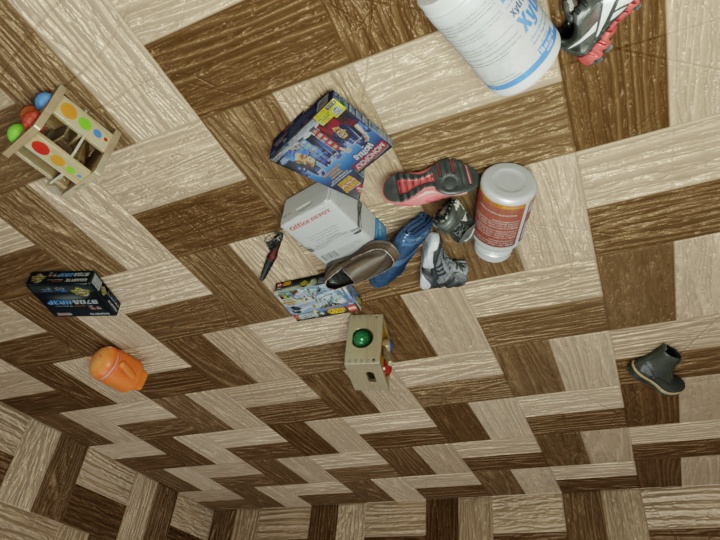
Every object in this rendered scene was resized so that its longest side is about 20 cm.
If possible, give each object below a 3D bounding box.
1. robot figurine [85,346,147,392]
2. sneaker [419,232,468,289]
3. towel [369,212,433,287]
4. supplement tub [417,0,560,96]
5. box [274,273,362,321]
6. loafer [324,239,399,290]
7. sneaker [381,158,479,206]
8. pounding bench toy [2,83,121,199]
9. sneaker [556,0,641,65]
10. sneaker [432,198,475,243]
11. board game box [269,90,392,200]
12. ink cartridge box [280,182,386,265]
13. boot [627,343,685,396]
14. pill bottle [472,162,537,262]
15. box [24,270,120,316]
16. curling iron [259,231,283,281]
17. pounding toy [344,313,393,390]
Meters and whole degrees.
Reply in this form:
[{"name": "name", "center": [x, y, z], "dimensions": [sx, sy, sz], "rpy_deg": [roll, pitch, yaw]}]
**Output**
[{"name": "robot figurine", "center": [-0.797, 0.323, 1.887], "dimensions": [0.117, 0.144, 0.200], "rpy_deg": [-46, 128, 1]}, {"name": "sneaker", "center": [0.200, -0.021, 1.351], "dimensions": [0.112, 0.076, 0.201], "rpy_deg": [3, 148, 2]}, {"name": "towel", "center": [0.092, -0.040, 1.308], "dimensions": [0.049, 0.111, 0.201], "rpy_deg": [43, 140, 9]}, {"name": "supplement tub", "center": [0.193, -0.371, 0.853], "dimensions": [0.131, 0.133, 0.199], "rpy_deg": [-28, 132, 36]}, {"name": "box", "center": [-0.111, 0.070, 1.532], "dimensions": [0.197, 0.040, 0.137], "rpy_deg": [-11, 138, 20]}, {"name": "loafer", "center": [0.000, 0.000, 1.253], "dimensions": [0.198, 0.071, 0.073], "rpy_deg": [-26, 118, 34]}, {"name": "sneaker", "center": [0.143, -0.175, 1.180], "dimensions": [0.197, 0.075, 0.087], "rpy_deg": [-8, 172, 6]}, {"name": "pounding bench toy", "center": [-0.610, -0.240, 1.133], "dimensions": [0.198, 0.126, 0.156], "rpy_deg": [-21, 135, 31]}, {"name": "sneaker", "center": [0.354, -0.400, 0.843], "dimensions": [0.096, 0.072, 0.201], "rpy_deg": [11, 143, -11]}, {"name": "sneaker", "center": [0.195, -0.095, 1.155], "dimensions": [0.066, 0.200, 0.091], "rpy_deg": [-44, 91, 14]}, {"name": "board game box", "center": [-0.039, -0.233, 1.119], "dimensions": [0.199, 0.062, 0.199], "rpy_deg": [32, 135, -31]}, {"name": "ink cartridge box", "center": [-0.057, -0.097, 1.274], "dimensions": [0.145, 0.087, 0.200], "rpy_deg": [-22, 133, 31]}, {"name": "boot", "center": [0.893, 0.286, 1.653], "dimensions": [0.198, 0.078, 0.139], "rpy_deg": [19, 136, -18]}, {"name": "pill bottle", "center": [0.289, -0.112, 1.187], "dimensions": [0.110, 0.113, 0.201], "rpy_deg": [3, 142, 3]}, {"name": "box", "center": [-0.803, 0.067, 1.616], "dimensions": [0.197, 0.047, 0.160], "rpy_deg": [-1, 142, 8]}, {"name": "curling iron", "center": [-0.227, -0.033, 1.423], "dimensions": [0.049, 0.026, 0.201], "rpy_deg": [-20, 158, -30]}, {"name": "pounding toy", "center": [0.038, 0.229, 1.597], "dimensions": [0.140, 0.186, 0.201], "rpy_deg": [-3, 142, 11]}]
